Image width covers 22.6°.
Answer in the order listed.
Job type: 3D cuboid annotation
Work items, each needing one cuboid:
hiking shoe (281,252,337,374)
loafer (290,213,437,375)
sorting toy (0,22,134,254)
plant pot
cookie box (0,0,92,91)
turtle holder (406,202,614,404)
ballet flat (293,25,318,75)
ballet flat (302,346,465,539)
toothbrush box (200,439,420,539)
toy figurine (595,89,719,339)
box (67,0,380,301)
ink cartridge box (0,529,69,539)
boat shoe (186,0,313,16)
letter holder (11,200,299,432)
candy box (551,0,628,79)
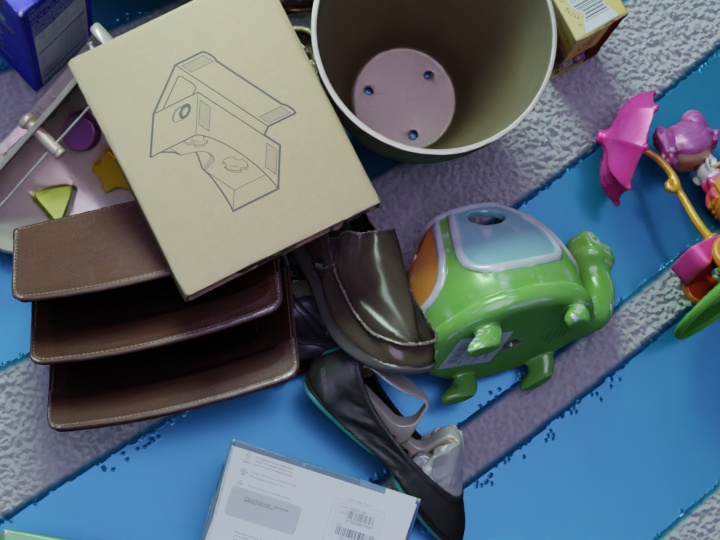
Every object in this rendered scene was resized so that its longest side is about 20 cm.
[{"bbox_3d":[-0.073,0.039,1.463,0.198,0.076,0.102,-3,67,-12],"label":"hiking shoe"},{"bbox_3d":[0.000,0.000,1.398,0.072,0.071,0.200,-4,44,-37],"label":"loafer"},{"bbox_3d":[-0.197,-0.071,1.436,0.180,0.107,0.200,44,109,-6],"label":"sorting toy"},{"bbox_3d":[0.047,-0.160,1.435,0.185,0.200,0.190,1,80,-5],"label":"plant pot"},{"bbox_3d":[-0.292,-0.251,1.416,0.075,0.200,0.171,-43,87,-12],"label":"cookie box"},{"bbox_3d":[0.122,0.012,1.446,0.184,0.141,0.133,-21,66,0],"label":"turtle holder"},{"bbox_3d":[-0.088,-0.131,1.391,0.071,0.071,0.200,39,45,2],"label":"ballet flat"},{"bbox_3d":[0.037,0.135,1.419,0.068,0.068,0.200,-35,112,17],"label":"ballet flat"},{"bbox_3d":[-0.044,0.196,1.365,0.145,0.200,0.086,18,78,-1],"label":"toothbrush box"},{"bbox_3d":[0.285,-0.071,1.494,0.199,0.150,0.185,-27,74,-31],"label":"toy figurine"},{"bbox_3d":[-0.101,-0.100,1.327,0.162,0.021,0.201,-26,81,-7],"label":"box"},{"bbox_3d":[-0.223,0.313,1.384,0.144,0.088,0.202,11,78,-4],"label":"ink cartridge box"},{"bbox_3d":[-0.049,-0.249,1.505,0.198,0.072,0.073,0,80,-6],"label":"boat shoe"},{"bbox_3d":[-0.155,0.028,1.366,0.198,0.101,0.143,-13,44,4],"label":"letter holder"},{"bbox_3d":[0.142,-0.272,1.506,0.056,0.117,0.201,-29,85,-10],"label":"candy box"}]
